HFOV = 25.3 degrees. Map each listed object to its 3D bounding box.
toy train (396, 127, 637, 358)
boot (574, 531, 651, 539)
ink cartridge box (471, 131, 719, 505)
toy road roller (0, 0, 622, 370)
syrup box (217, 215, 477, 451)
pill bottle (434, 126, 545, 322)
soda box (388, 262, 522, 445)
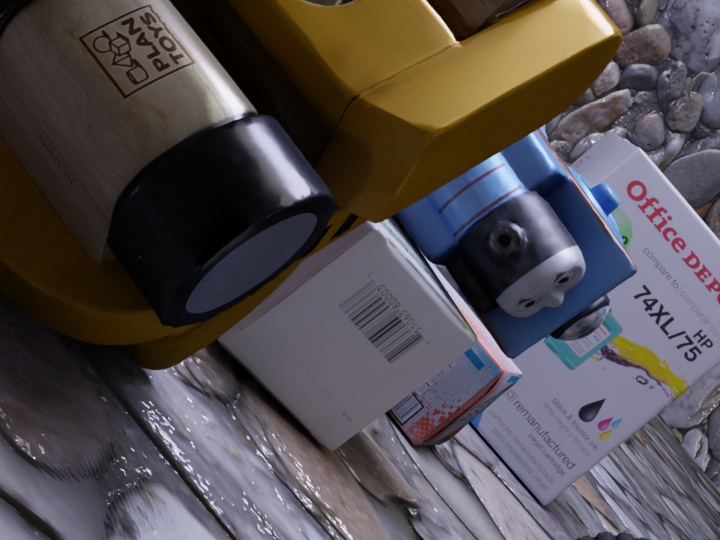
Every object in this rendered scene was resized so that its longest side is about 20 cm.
[{"bbox_3d":[0.041,-0.056,0.704,0.200,0.087,0.114,58,13,12],"label":"toy train"},{"bbox_3d":[0.158,0.202,0.718,0.211,0.079,0.158,51,7,17],"label":"boot"},{"bbox_3d":[0.151,0.027,1.098,0.147,0.200,0.146,48,7,-5],"label":"ink cartridge box"},{"bbox_3d":[-0.034,-0.054,0.498,0.123,0.200,0.146,52,-29,12],"label":"toy road roller"},{"bbox_3d":[-0.031,-0.020,0.713,0.079,0.081,0.200,48,7,-34],"label":"syrup box"},{"bbox_3d":[0.055,-0.046,1.003,0.114,0.114,0.200,45,38,-33],"label":"pill bottle"},{"bbox_3d":[0.000,0.000,0.873,0.200,0.064,0.068,52,8,13],"label":"soda box"}]
